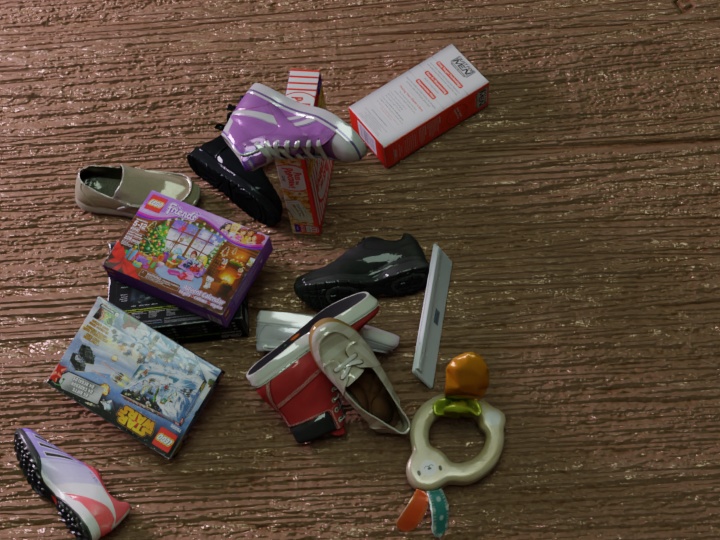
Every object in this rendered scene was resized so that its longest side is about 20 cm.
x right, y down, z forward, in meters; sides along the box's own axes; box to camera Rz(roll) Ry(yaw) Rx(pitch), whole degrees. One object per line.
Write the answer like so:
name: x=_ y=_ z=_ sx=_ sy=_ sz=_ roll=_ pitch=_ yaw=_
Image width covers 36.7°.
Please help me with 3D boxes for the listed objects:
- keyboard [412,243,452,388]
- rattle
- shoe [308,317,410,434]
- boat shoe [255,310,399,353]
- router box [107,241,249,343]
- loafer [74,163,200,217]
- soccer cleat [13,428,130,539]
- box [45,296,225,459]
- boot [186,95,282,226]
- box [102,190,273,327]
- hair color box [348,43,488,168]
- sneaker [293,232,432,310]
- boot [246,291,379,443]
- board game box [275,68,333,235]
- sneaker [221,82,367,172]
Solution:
keyboard: x=0.101 y=0.061 z=1.508 sx=0.011 sy=0.056 sz=0.201 roll=-3 pitch=59 yaw=27
rattle: x=0.111 y=0.226 z=1.370 sx=0.130 sy=0.143 sz=0.200 roll=38 pitch=63 yaw=4
shoe: x=0.004 y=0.139 z=1.395 sx=0.070 sy=0.200 sz=0.053 roll=-42 pitch=30 yaw=-11
boat shoe: x=-0.048 y=0.100 z=1.498 sx=0.199 sy=0.072 sz=0.069 roll=9 pitch=90 yaw=-2
router box: x=-0.261 y=0.026 z=1.558 sx=0.199 sy=0.062 sz=0.151 roll=-6 pitch=61 yaw=2
loafer: x=-0.343 y=-0.121 z=1.646 sx=0.199 sy=0.068 sz=0.076 roll=0 pitch=61 yaw=6
soccer cleat: x=-0.387 y=0.275 z=1.439 sx=0.073 sy=0.068 sz=0.200 roll=-27 pitch=55 yaw=-37
box: x=-0.302 y=0.145 z=1.466 sx=0.199 sy=0.040 sz=0.137 roll=31 pitch=83 yaw=6
boot: x=-0.150 y=-0.176 z=1.660 sx=0.198 sy=0.074 sz=0.162 roll=36 pitch=67 yaw=23
box: x=-0.241 y=-0.019 z=1.523 sx=0.199 sy=0.039 sz=0.137 roll=21 pitch=64 yaw=17
hair color box: x=0.092 y=-0.255 z=1.683 sx=0.199 sy=0.061 sz=0.102 roll=-33 pitch=63 yaw=-11
sneaker: x=0.000 y=0.000 z=1.550 sx=0.199 sy=0.076 sz=0.091 roll=-10 pitch=53 yaw=-11
boot: x=-0.031 y=0.134 z=1.441 sx=0.200 sy=0.072 sz=0.145 roll=-38 pitch=101 yaw=1
board game box: x=-0.079 y=-0.168 z=1.571 sx=0.046 sy=0.200 sz=0.152 roll=4 pitch=62 yaw=7
sneaker: x=-0.093 y=-0.160 z=1.418 sx=0.200 sy=0.073 sz=0.115 roll=25 pitch=69 yaw=29
